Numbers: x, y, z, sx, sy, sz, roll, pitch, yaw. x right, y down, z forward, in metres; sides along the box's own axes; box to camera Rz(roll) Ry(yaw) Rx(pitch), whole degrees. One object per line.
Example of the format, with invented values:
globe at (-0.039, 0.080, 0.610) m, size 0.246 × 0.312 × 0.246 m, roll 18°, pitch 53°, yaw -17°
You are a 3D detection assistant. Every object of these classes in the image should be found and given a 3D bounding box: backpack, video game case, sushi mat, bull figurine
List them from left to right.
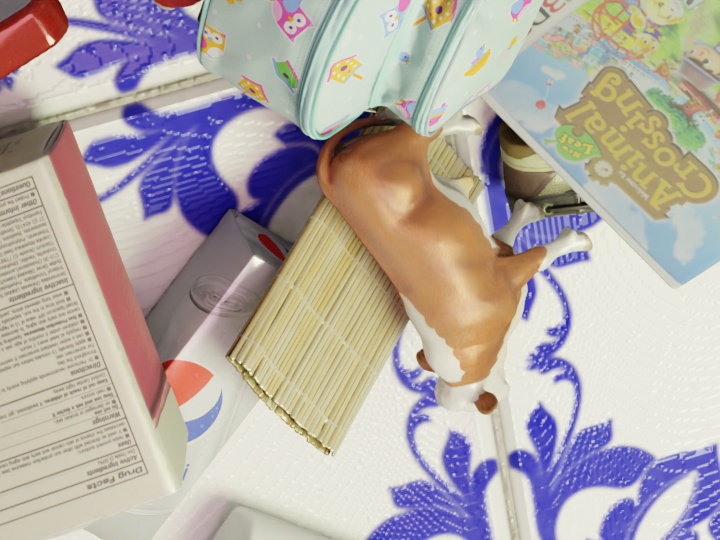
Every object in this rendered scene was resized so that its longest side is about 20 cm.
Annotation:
sushi mat at (0.000, 0.000, 1.427) m, size 0.096 × 0.012 × 0.201 m, roll 45°, pitch 64°, yaw -33°
backpack at (0.014, -0.158, 1.273) m, size 0.200 × 0.153 × 0.176 m, roll -32°, pitch 156°, yaw -44°
bull figurine at (0.056, -0.013, 1.413) m, size 0.121 × 0.065 × 0.200 m, roll -43°, pitch 116°, yaw -17°
video game case at (0.171, -0.101, 1.368) m, size 0.200 × 0.022 × 0.182 m, roll 44°, pitch 131°, yaw -12°

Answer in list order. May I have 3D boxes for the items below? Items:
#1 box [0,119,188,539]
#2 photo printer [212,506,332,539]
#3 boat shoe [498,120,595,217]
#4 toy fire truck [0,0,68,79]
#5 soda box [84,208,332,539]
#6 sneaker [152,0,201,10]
box at (-0.187, 0.037, 1.352) m, size 0.127 × 0.109 × 0.201 m, roll -19°, pitch 104°, yaw 4°
photo printer at (-0.029, 0.254, 1.576) m, size 0.199 × 0.070 × 0.167 m, roll 24°, pitch 107°, yaw -27°
boat shoe at (0.180, -0.069, 1.481) m, size 0.198 × 0.073 × 0.065 m, roll -3°, pitch 123°, yaw -5°
toy fire truck at (-0.251, -0.109, 1.260) m, size 0.199 × 0.168 × 0.112 m, roll -31°, pitch 121°, yaw 0°
soda box at (-0.105, 0.067, 1.457) m, size 0.063 × 0.068 × 0.200 m, roll 32°, pitch 104°, yaw -28°
sneaker at (-0.059, -0.225, 1.304) m, size 0.077 × 0.085 × 0.201 m, roll 21°, pitch 108°, yaw -15°
